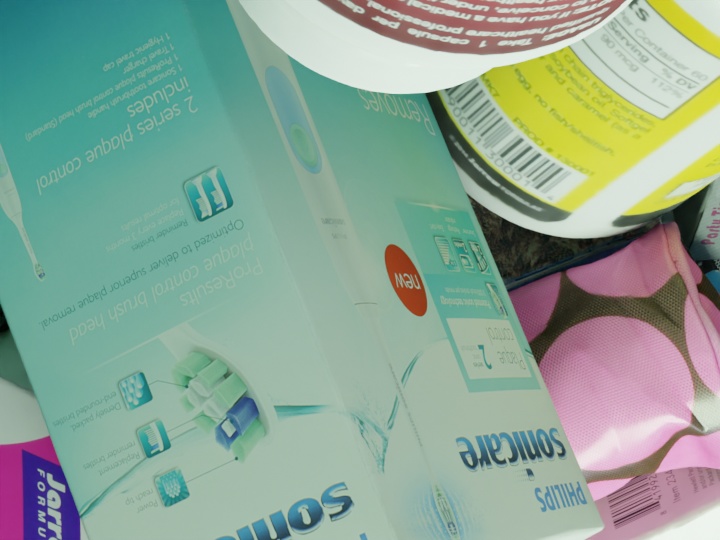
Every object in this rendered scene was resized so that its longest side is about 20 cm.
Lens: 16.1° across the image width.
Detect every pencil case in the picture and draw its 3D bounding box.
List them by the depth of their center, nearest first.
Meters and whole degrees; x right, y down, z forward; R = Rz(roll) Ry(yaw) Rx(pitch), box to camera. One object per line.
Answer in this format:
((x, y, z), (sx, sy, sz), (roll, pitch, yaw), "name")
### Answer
((0.032, 0.063, 0.817), (0.199, 0.091, 0.094), (-26, 134, 12), "pencil case")

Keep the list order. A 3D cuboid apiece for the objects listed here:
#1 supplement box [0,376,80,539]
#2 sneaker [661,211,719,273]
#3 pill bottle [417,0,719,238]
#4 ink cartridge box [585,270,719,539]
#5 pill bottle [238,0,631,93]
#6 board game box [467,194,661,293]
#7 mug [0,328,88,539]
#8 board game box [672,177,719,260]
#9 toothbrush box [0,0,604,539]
((-0.191, 0.072, 0.795), (0.103, 0.102, 0.200), (-27, 142, 30), "supplement box")
((0.169, 0.005, 0.992), (0.200, 0.114, 0.076), (-59, 155, -16), "sneaker")
((0.098, -0.093, 0.719), (0.114, 0.115, 0.200), (-16, 168, -29), "pill bottle")
((0.060, 0.097, 0.892), (0.199, 0.067, 0.116), (-27, -147, 14), "ink cartridge box")
((0.028, -0.108, 0.508), (0.113, 0.113, 0.200), (-18, 169, -19), "pill bottle")
((0.000, 0.000, 0.906), (0.159, 0.097, 0.200), (-20, 165, -11), "board game box")
((-0.093, 0.078, 1.089), (0.186, 0.150, 0.153), (13, 161, -40), "mug")
((0.216, -0.066, 0.881), (0.199, 0.065, 0.148), (-4, 154, -6), "board game box")
((-0.028, 0.001, 0.702), (0.085, 0.201, 0.146), (-25, 168, 22), "toothbrush box")
